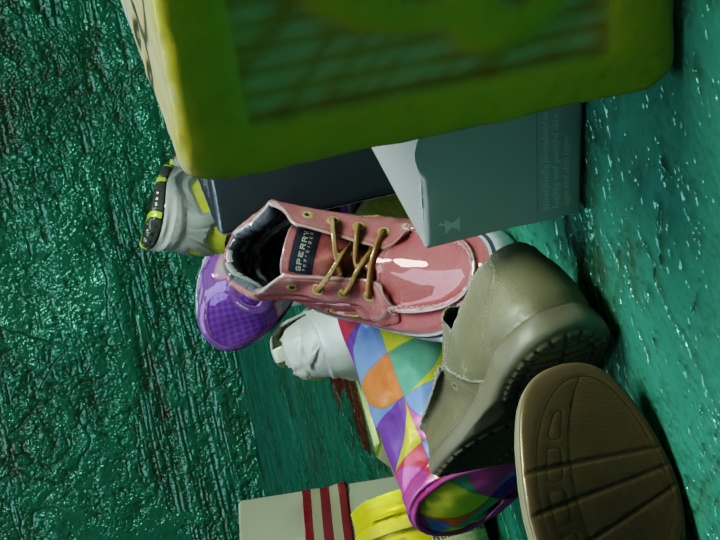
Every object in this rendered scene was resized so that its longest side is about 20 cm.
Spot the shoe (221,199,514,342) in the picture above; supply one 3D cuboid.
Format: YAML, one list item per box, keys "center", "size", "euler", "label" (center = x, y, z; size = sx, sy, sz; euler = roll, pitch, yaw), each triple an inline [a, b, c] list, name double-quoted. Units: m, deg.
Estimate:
- center: [0.000, 0.000, 0.896]
  size: [0.200, 0.091, 0.072]
  euler: [1, 81, 56]
  label: "shoe"

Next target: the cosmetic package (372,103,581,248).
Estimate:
- center: [0.037, -0.112, 0.761]
  size: [0.200, 0.090, 0.107]
  euler: [-119, 19, -50]
  label: "cosmetic package"

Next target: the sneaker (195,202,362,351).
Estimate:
- center: [-0.063, -0.016, 1.168]
  size: [0.200, 0.080, 0.089]
  euler: [-53, 11, 18]
  label: "sneaker"

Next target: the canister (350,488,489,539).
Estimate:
- center: [0.063, 0.254, 1.079]
  size: [0.149, 0.086, 0.201]
  euler: [113, 142, -74]
  label: "canister"

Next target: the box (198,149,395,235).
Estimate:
- center: [-0.050, -0.126, 1.053]
  size: [0.200, 0.148, 0.108]
  euler: [-120, 19, -59]
  label: "box"

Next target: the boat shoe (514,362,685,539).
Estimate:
- center: [0.112, 0.142, 0.687]
  size: [0.065, 0.071, 0.201]
  euler: [118, 137, -74]
  label: "boat shoe"

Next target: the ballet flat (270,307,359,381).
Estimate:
- center: [-0.032, 0.056, 1.139]
  size: [0.200, 0.069, 0.070]
  euler: [167, 90, -80]
  label: "ballet flat"

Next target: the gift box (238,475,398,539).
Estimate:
- center: [-0.004, 0.303, 1.278]
  size: [0.187, 0.183, 0.201]
  euler: [-103, 0, -71]
  label: "gift box"

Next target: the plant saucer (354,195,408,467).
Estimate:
- center: [0.022, 0.055, 1.167]
  size: [0.200, 0.048, 0.201]
  euler: [101, 155, -68]
  label: "plant saucer"

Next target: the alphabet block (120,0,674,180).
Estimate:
- center: [-0.005, -0.176, 0.594]
  size: [0.200, 0.195, 0.196]
  euler: [-118, 17, -58]
  label: "alphabet block"

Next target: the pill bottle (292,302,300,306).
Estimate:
- center: [-0.066, -0.065, 1.330]
  size: [0.201, 0.112, 0.113]
  euler: [88, 166, -47]
  label: "pill bottle"

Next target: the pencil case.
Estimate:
- center: [0.044, 0.068, 0.971]
  size: [0.089, 0.088, 0.201]
  euler: [89, 167, -51]
  label: "pencil case"

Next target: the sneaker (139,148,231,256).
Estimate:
- center: [-0.111, -0.053, 1.139]
  size: [0.200, 0.076, 0.076]
  euler: [-83, 11, -66]
  label: "sneaker"

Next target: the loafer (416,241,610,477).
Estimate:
- center: [0.076, 0.050, 0.794]
  size: [0.200, 0.076, 0.068]
  euler: [116, 143, -59]
  label: "loafer"
